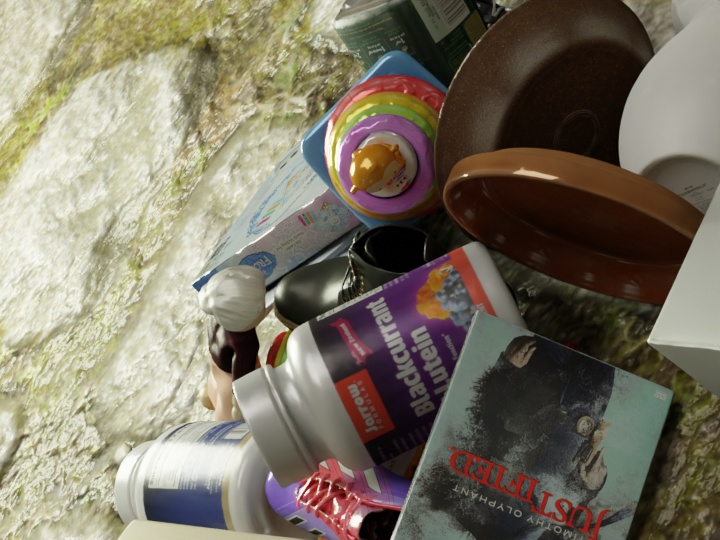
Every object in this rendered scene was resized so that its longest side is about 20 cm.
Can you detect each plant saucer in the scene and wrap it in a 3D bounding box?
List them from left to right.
[{"bbox_3d":[0.143,-0.099,1.525,0.201,0.200,0.037,-55,43,-1],"label":"plant saucer"},{"bbox_3d":[0.153,-0.031,1.432,0.200,0.200,0.032,-1,64,54],"label":"plant saucer"}]

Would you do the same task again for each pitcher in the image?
[{"bbox_3d":[0.263,-0.127,1.460,0.171,0.121,0.200,-28,29,44],"label":"pitcher"}]

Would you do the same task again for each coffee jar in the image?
[{"bbox_3d":[0.072,-0.137,1.660,0.104,0.200,0.085,-11,28,49],"label":"coffee jar"}]

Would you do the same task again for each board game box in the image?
[{"bbox_3d":[-0.031,-0.073,1.811,0.199,0.043,0.200,-34,17,42],"label":"board game box"}]

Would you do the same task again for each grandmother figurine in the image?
[{"bbox_3d":[-0.100,0.059,1.718,0.060,0.200,0.121,-20,62,-18],"label":"grandmother figurine"}]

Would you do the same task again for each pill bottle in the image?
[{"bbox_3d":[-0.105,0.172,1.679,0.200,0.111,0.111,-6,55,52],"label":"pill bottle"},{"bbox_3d":[0.018,0.070,1.493,0.200,0.112,0.111,-26,34,1],"label":"pill bottle"}]

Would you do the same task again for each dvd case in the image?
[{"bbox_3d":[0.107,0.141,1.393,0.022,0.146,0.200,117,175,-70],"label":"dvd case"}]

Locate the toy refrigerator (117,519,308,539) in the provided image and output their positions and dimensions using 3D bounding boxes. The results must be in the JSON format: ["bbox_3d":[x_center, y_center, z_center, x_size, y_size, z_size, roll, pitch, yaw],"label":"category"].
[{"bbox_3d":[-0.097,0.237,1.558,0.200,0.070,0.076,0,42,39],"label":"toy refrigerator"}]

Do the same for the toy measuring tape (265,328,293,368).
[{"bbox_3d":[-0.024,0.042,1.729,0.074,0.074,0.200,-1,59,54],"label":"toy measuring tape"}]

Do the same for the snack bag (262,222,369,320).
[{"bbox_3d":[-0.013,-0.040,1.799,0.200,0.021,0.189,-40,14,22],"label":"snack bag"}]

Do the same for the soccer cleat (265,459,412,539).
[{"bbox_3d":[0.001,0.167,1.502,0.200,0.073,0.068,16,97,37],"label":"soccer cleat"}]

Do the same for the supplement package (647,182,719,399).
[{"bbox_3d":[0.285,-0.011,1.314,0.117,0.117,0.200,4,62,55],"label":"supplement package"}]

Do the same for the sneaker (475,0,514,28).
[{"bbox_3d":[0.110,-0.186,1.704,0.200,0.140,0.078,-15,47,48],"label":"sneaker"}]

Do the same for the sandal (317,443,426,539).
[{"bbox_3d":[-0.001,0.138,1.582,0.079,0.059,0.207,0,63,55],"label":"sandal"}]

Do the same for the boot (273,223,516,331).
[{"bbox_3d":[0.000,0.000,1.615,0.200,0.138,0.078,-4,68,28],"label":"boot"}]

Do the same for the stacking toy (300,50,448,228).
[{"bbox_3d":[0.019,-0.080,1.526,0.116,0.110,0.200,-45,2,9],"label":"stacking toy"}]

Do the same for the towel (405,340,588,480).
[{"bbox_3d":[0.078,0.132,1.553,0.200,0.022,0.145,-17,49,48],"label":"towel"}]
